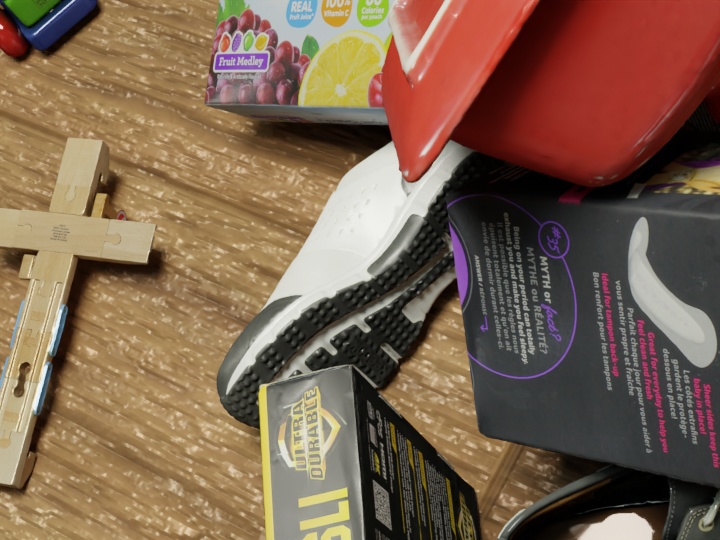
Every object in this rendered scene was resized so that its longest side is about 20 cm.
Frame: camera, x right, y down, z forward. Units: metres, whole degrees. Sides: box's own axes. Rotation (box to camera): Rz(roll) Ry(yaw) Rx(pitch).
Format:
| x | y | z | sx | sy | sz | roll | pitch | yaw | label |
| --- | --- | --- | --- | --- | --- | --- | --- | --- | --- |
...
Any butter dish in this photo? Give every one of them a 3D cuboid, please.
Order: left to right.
| x | y | z | sx | sy | sz | roll | pitch | yaw | label |
| --- | --- | --- | --- | --- | --- | --- | --- | --- | --- |
| 0.108 | -0.112 | 0.704 | 0.201 | 0.147 | 0.200 | -58 | 11 | 14 | butter dish |

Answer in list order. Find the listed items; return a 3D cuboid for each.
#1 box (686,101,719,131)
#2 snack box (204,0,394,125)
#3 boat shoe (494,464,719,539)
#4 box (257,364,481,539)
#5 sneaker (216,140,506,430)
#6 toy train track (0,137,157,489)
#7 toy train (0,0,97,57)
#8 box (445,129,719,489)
| x | y | z | sx | sy | sz | roll | pitch | yaw | label |
| --- | --- | --- | --- | --- | --- | --- | --- | --- | --- |
| 0.218 | -0.129 | 0.821 | 0.148 | 0.107 | 0.200 | -42 | 54 | 0 | box |
| 0.007 | -0.149 | 0.886 | 0.199 | 0.053 | 0.144 | 6 | 86 | 46 | snack box |
| 0.154 | 0.107 | 0.750 | 0.198 | 0.068 | 0.072 | -19 | 58 | 11 | boat shoe |
| 0.014 | 0.162 | 0.727 | 0.049 | 0.160 | 0.202 | -14 | 60 | 16 | box |
| 0.000 | 0.000 | 0.884 | 0.200 | 0.074 | 0.080 | -44 | 41 | -8 | sneaker |
| -0.173 | 0.025 | 0.966 | 0.114 | 0.033 | 0.202 | 6 | 72 | 19 | toy train track |
| -0.249 | -0.236 | 1.083 | 0.084 | 0.116 | 0.200 | -39 | 55 | 0 | toy train |
| 0.149 | 0.013 | 0.723 | 0.199 | 0.124 | 0.106 | 9 | 26 | 43 | box |
